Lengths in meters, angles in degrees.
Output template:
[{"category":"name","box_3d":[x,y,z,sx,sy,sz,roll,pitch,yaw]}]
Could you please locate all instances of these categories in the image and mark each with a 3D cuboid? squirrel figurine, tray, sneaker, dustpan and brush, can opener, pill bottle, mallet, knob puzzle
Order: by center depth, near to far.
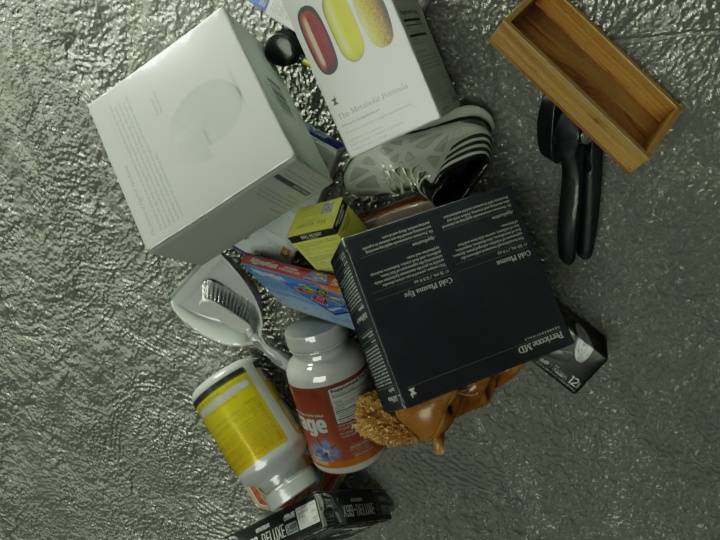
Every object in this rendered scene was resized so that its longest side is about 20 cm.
[{"category":"tray","box_3d":[0.235,-0.203,0.797,0.200,0.099,0.037,43,148,0]},{"category":"can opener","box_3d":[0.248,-0.103,0.866,0.063,0.079,0.201,-17,113,-14]},{"category":"sneaker","box_3d":[0.058,-0.114,0.884,0.199,0.116,0.076,-20,127,26]},{"category":"mallet","box_3d":[-0.022,-0.229,0.927,0.199,0.066,0.041,29,113,-9]},{"category":"squirrel figurine","box_3d":[0.084,0.162,0.955,0.141,0.187,0.200,42,119,0]},{"category":"sneaker","box_3d":[0.037,-0.038,0.958,0.199,0.071,0.080,-16,109,30]},{"category":"pill bottle","box_3d":[-0.037,0.164,1.046,0.111,0.112,0.201,-8,108,23]},{"category":"dustpan and brush","box_3d":[-0.166,0.075,1.086,0.199,0.057,0.139,36,126,-18]},{"category":"pill bottle","box_3d":[-0.145,0.233,1.089,0.112,0.112,0.201,-41,76,29]},{"category":"knob puzzle","box_3d":[-0.123,0.307,1.185,0.218,0.030,0.221,8,114,18]}]

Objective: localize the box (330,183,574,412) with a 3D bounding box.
[{"category":"box","box_3d":[0.093,0.032,0.824,0.199,0.104,0.183,-18,80,-13]}]

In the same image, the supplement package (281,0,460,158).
[{"category":"supplement package","box_3d":[0.010,-0.241,0.816,0.113,0.110,0.201,-21,100,23]}]

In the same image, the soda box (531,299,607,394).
[{"category":"soda box","box_3d":[0.202,0.056,0.933,0.199,0.071,0.063,37,114,3]}]

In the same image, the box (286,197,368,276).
[{"category":"box","box_3d":[0.000,0.000,0.935,0.075,0.050,0.200,-11,135,37]}]

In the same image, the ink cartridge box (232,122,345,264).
[{"category":"ink cartridge box","box_3d":[-0.140,-0.122,1.009,0.199,0.041,0.201,31,120,8]}]

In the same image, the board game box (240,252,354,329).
[{"category":"board game box","box_3d":[-0.061,0.030,0.974,0.199,0.020,0.103,14,154,45]}]

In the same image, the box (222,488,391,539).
[{"category":"box","box_3d":[-0.077,0.381,1.128,0.199,0.157,0.050,-34,60,29]}]

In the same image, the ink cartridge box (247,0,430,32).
[{"category":"ink cartridge box","box_3d":[-0.027,-0.318,0.885,0.199,0.042,0.120,31,117,3]}]

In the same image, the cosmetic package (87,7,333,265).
[{"category":"cosmetic package","box_3d":[-0.172,-0.145,0.881,0.199,0.123,0.200,-29,75,12]}]
